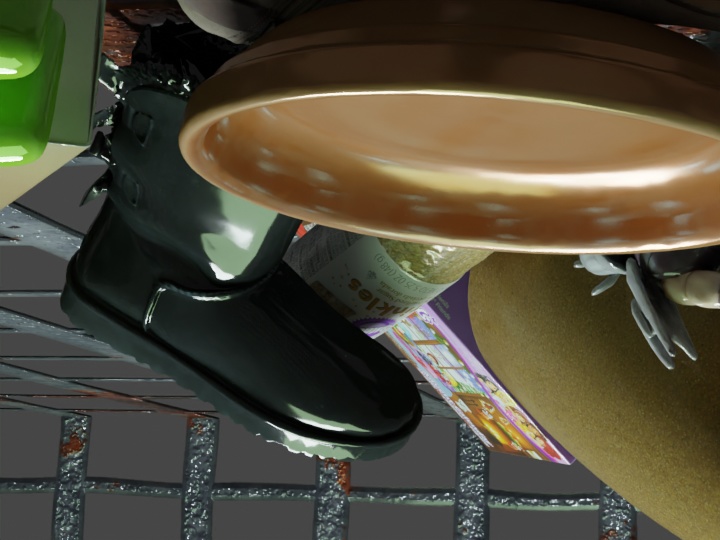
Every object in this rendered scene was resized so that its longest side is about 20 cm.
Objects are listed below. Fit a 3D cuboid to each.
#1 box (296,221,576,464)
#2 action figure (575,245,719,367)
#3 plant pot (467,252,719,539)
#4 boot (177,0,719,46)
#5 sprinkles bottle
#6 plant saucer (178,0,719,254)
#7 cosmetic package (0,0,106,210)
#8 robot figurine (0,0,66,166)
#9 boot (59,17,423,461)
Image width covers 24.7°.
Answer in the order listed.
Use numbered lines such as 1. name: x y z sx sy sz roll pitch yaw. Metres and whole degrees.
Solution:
1. box: 0.046 0.027 0.972 0.200 0.039 0.137 48 167 -8
2. action figure: 0.166 -0.039 0.653 0.199 0.131 0.069 -28 169 34
3. plant pot: 0.169 0.045 0.763 0.185 0.188 0.200 6 -153 -20
4. boot: 0.038 -0.095 0.513 0.199 0.071 0.146 23 152 -13
5. sprinkles bottle: 0.000 0.000 0.824 0.068 0.069 0.200 9 147 -36
6. plant saucer: 0.043 -0.043 0.523 0.198 0.038 0.200 5 170 1
7. cosmetic package: -0.193 -0.075 0.734 0.104 0.072 0.200 7 169 -24
8. robot figurine: -0.202 -0.084 0.551 0.198 0.116 0.176 5 143 -5
9. boot: -0.041 -0.014 0.741 0.197 0.074 0.163 26 128 1
